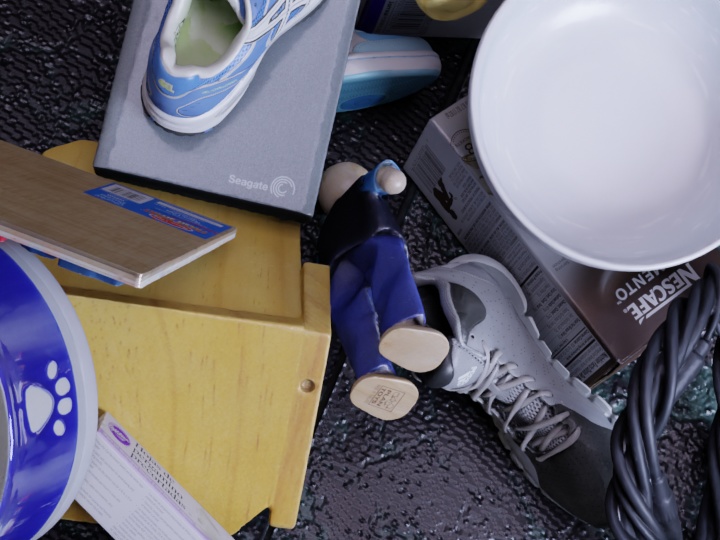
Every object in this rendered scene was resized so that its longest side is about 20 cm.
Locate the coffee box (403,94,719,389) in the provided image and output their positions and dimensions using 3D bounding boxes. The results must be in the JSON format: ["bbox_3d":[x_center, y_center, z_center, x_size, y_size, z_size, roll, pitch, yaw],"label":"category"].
[{"bbox_3d":[0.137,-0.033,1.026,0.113,0.080,0.200,-33,79,-23],"label":"coffee box"}]

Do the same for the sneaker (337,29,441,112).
[{"bbox_3d":[-0.047,-0.175,1.035,0.198,0.080,0.132,-4,79,-15],"label":"sneaker"}]

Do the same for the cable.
[{"bbox_3d":[0.202,0.096,0.950,0.162,0.051,0.202,-7,101,-45],"label":"cable"}]

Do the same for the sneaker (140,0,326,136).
[{"bbox_3d":[-0.062,-0.172,0.922,0.075,0.077,0.201,29,79,1],"label":"sneaker"}]

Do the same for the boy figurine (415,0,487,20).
[{"bbox_3d":[0.098,-0.239,0.996,0.124,0.064,0.201,30,67,0],"label":"boy figurine"}]

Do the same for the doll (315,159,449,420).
[{"bbox_3d":[0.000,0.000,0.962,0.048,0.137,0.201,15,35,-24],"label":"doll"}]

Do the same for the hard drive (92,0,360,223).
[{"bbox_3d":[-0.077,-0.141,0.972,0.138,0.033,0.202,12,80,-3],"label":"hard drive"}]

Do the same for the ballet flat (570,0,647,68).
[{"bbox_3d":[0.196,-0.127,1.037,0.067,0.068,0.201,-29,115,8],"label":"ballet flat"}]

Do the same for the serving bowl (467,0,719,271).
[{"bbox_3d":[0.159,-0.095,0.965,0.198,0.066,0.202,1,82,-8],"label":"serving bowl"}]

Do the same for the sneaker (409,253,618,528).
[{"bbox_3d":[0.085,0.080,0.950,0.115,0.075,0.201,-3,53,-56],"label":"sneaker"}]

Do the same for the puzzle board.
[{"bbox_3d":[-0.184,-0.038,0.874,0.199,0.151,0.018,21,105,10],"label":"puzzle board"}]

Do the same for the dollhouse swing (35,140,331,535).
[{"bbox_3d":[-0.130,0.037,0.966,0.198,0.176,0.183,8,109,-10],"label":"dollhouse swing"}]

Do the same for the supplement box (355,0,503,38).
[{"bbox_3d":[0.100,-0.228,1.082,0.198,0.101,0.104,1,69,-12],"label":"supplement box"}]

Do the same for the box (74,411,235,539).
[{"bbox_3d":[-0.092,0.168,0.887,0.041,0.039,0.200,-43,99,9],"label":"box"}]

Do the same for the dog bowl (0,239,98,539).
[{"bbox_3d":[-0.246,0.071,0.839,0.200,0.200,0.079,50,24,9],"label":"dog bowl"}]
